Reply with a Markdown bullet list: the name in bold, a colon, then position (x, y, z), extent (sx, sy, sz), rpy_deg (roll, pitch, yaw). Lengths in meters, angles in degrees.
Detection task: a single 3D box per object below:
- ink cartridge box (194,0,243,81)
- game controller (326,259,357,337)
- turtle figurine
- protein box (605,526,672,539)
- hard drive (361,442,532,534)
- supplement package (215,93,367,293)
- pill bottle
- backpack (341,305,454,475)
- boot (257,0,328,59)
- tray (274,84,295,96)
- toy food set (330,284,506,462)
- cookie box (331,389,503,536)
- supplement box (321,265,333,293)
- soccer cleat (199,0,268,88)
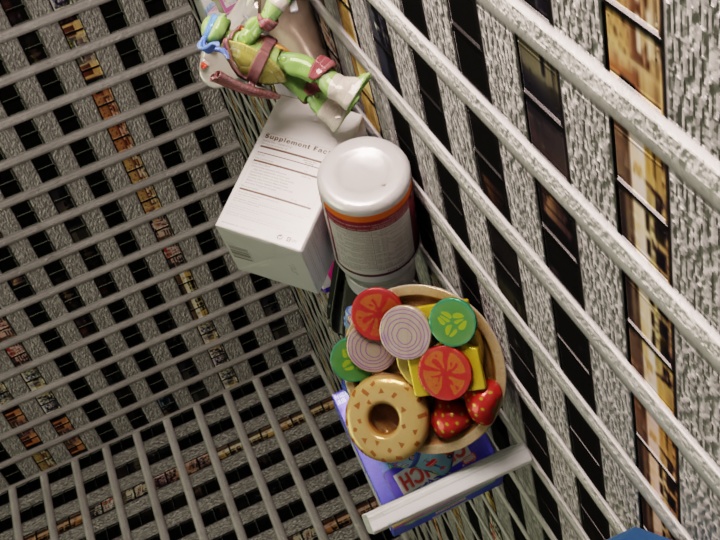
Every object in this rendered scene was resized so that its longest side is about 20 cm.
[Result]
- **ink cartridge box**: position (-0.243, -0.463, 1.936), extent (0.145, 0.084, 0.201), rpy_deg (111, 137, -79)
- **game controller**: position (0.000, 0.000, 1.445), extent (0.104, 0.042, 0.202), rpy_deg (22, 109, 43)
- **turtle figurine**: position (-0.073, -0.267, 1.222), extent (0.193, 0.144, 0.200), rpy_deg (35, -145, -2)
- **protein box**: position (0.186, 0.308, 0.799), extent (0.200, 0.197, 0.136), rpy_deg (125, 121, -82)
- **hard drive**: position (0.099, 0.260, 1.250), extent (0.132, 0.199, 0.026), rpy_deg (101, 145, -76)
- **supplement package**: position (-0.077, -0.097, 1.321), extent (0.119, 0.201, 0.121), rpy_deg (17, 157, 17)
- **pill bottle**: position (0.014, -0.055, 1.254), extent (0.201, 0.109, 0.110), rpy_deg (78, 166, -55)
- **backpack**: position (0.054, 0.152, 1.305), extent (0.183, 0.133, 0.202), rpy_deg (-129, 39, -62)
- **boot**: position (-0.064, -0.272, 1.341), extent (0.147, 0.070, 0.200), rpy_deg (62, 176, 24)
- **tray**: position (-0.097, -0.285, 1.508), extent (0.200, 0.022, 0.108), rpy_deg (71, -156, -58)
- **toy food set**: position (0.062, 0.110, 1.158), extent (0.049, 0.198, 0.200), rpy_deg (-27, -75, -64)
- **cookie box**: position (0.077, 0.230, 1.433), extent (0.075, 0.170, 0.201), rpy_deg (77, 167, -67)
- **supplement box**: position (-0.057, -0.082, 1.700), extent (0.103, 0.101, 0.201), rpy_deg (-136, 24, -70)
- **soccer cleat**: position (-0.148, -0.329, 1.402), extent (0.069, 0.200, 0.078), rpy_deg (33, -153, -9)
